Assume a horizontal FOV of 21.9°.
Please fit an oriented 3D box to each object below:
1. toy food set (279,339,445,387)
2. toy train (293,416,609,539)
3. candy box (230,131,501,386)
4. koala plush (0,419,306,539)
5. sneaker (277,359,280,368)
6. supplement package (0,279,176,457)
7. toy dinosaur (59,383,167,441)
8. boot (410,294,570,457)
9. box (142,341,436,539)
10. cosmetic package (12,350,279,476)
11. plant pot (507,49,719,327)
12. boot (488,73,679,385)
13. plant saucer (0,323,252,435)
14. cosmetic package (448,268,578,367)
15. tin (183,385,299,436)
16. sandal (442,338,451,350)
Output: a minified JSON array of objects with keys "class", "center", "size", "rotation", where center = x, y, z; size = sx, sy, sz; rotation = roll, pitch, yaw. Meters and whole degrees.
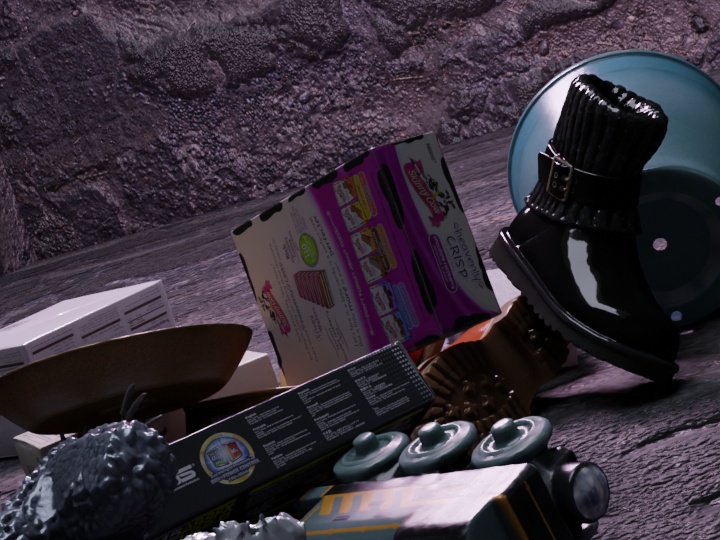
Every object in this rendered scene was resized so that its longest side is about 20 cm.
[{"class":"toy food set","center":[0.009,0.025,1.452],"size":[0.049,0.198,0.200],"rotation":[17,-8,-27]},{"class":"toy train","center":[0.035,0.136,0.978],"size":[0.200,0.085,0.114],"rotation":[-11,20,45]},{"class":"candy box","center":[0.000,0.000,1.319],"size":[0.061,0.137,0.200],"rotation":[-17,-5,-37]},{"class":"koala plush","center":[-0.062,0.165,0.722],"size":[0.200,0.177,0.184],"rotation":[-12,22,40]},{"class":"sneaker","center":[-0.009,0.063,1.586],"size":[0.074,0.082,0.200],"rotation":[3,-28,-30]},{"class":"supplement package","center":[-0.301,0.101,1.882],"size":[0.156,0.111,0.200],"rotation":[-12,10,40]},{"class":"toy dinosaur","center":[-0.141,0.168,1.294],"size":[0.105,0.200,0.182],"rotation":[9,23,-28]},{"class":"boot","center":[0.065,0.090,1.296],"size":[0.107,0.075,0.200],"rotation":[-32,1,34]},{"class":"box","center":[-0.067,0.131,1.092],"size":[0.200,0.044,0.160],"rotation":[-24,-22,-29]},{"class":"cosmetic package","center":[-0.165,0.132,1.489],"size":[0.200,0.071,0.105],"rotation":[-22,8,-19]},{"class":"plant pot","center":[0.224,-0.050,1.466],"size":[0.200,0.200,0.188],"rotation":[-18,23,6]},{"class":"boot","center":[0.177,-0.033,1.288],"size":[0.079,0.158,0.211],"rotation":[15,22,-37]},{"class":"plant saucer","center":[-0.171,0.084,1.344],"size":[0.200,0.035,0.200],"rotation":[-14,-11,-3]},{"class":"cosmetic package","center":[0.114,0.040,1.489],"size":[0.082,0.051,0.200],"rotation":[-10,10,-3]},{"class":"tin","center":[-0.050,0.109,1.354],"size":[0.112,0.042,0.200],"rotation":[-2,-8,-33]},{"class":"sandal","center":[0.045,0.047,1.664],"size":[0.079,0.059,0.207],"rotation":[-10,28,-7]}]
